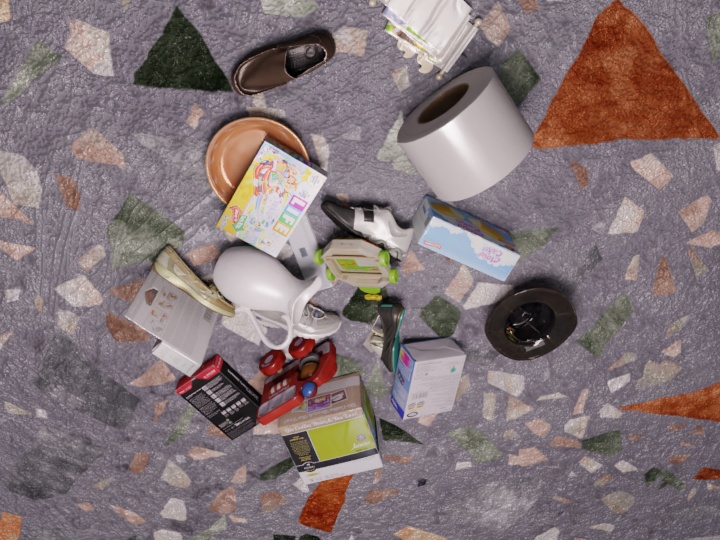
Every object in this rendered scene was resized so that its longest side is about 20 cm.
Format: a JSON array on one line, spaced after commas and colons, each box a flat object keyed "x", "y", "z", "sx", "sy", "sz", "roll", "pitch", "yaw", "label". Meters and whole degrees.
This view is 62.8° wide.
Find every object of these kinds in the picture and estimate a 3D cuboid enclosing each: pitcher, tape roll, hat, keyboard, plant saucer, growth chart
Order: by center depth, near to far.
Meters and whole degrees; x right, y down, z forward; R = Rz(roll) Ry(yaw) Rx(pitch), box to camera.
[{"x": 0.112, "y": -0.445, "z": 1.034, "sx": 0.200, "sy": 0.018, "sz": 0.145, "roll": 39, "pitch": 111, "yaw": -20, "label": "growth chart"}, {"x": 0.183, "y": -0.241, "z": 1.044, "sx": 0.203, "sy": 0.203, "sz": 0.139, "roll": -34, "pitch": 115, "yaw": 15, "label": "tape roll"}, {"x": -0.196, "y": -0.201, "z": 1.143, "sx": 0.200, "sy": 0.037, "sz": 0.200, "roll": -1, "pitch": 118, "yaw": -1, "label": "plant saucer"}, {"x": -0.203, "y": 0.051, "z": 1.196, "sx": 0.200, "sy": 0.121, "sz": 0.172, "roll": 23, "pitch": 84, "yaw": 11, "label": "pitcher"}, {"x": -0.114, "y": -0.041, "z": 1.249, "sx": 0.056, "sy": 0.011, "sz": 0.200, "roll": -14, "pitch": 118, "yaw": 11, "label": "keyboard"}, {"x": 0.372, "y": 0.102, "z": 1.308, "sx": 0.200, "sy": 0.081, "sz": 0.201, "roll": 3, "pitch": 122, "yaw": 5, "label": "hat"}]

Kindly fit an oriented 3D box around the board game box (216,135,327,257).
[{"x": -0.172, "y": -0.138, "z": 1.137, "sx": 0.134, "sy": 0.034, "sz": 0.200, "roll": 28, "pitch": 114, "yaw": -17, "label": "board game box"}]

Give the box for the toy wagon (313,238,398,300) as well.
[{"x": 0.000, "y": 0.000, "z": 1.228, "sx": 0.155, "sy": 0.040, "sz": 0.200, "roll": 2, "pitch": 151, "yaw": 23, "label": "toy wagon"}]

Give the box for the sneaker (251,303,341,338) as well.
[{"x": -0.137, "y": 0.090, "z": 1.280, "sx": 0.200, "sy": 0.075, "sz": 0.082, "roll": 11, "pitch": 119, "yaw": -8, "label": "sneaker"}]

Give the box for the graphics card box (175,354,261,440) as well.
[{"x": -0.322, "y": 0.304, "z": 1.402, "sx": 0.125, "sy": 0.051, "sz": 0.200, "roll": -34, "pitch": 113, "yaw": 15, "label": "graphics card box"}]

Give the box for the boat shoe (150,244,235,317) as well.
[{"x": -0.341, "y": 0.028, "z": 1.246, "sx": 0.201, "sy": 0.073, "sz": 0.063, "roll": 37, "pitch": 81, "yaw": -14, "label": "boat shoe"}]

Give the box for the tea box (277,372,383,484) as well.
[{"x": -0.068, "y": 0.376, "z": 1.405, "sx": 0.200, "sy": 0.134, "sz": 0.197, "roll": -14, "pitch": 119, "yaw": 5, "label": "tea box"}]

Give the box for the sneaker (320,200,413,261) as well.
[{"x": 0.017, "y": -0.103, "z": 1.192, "sx": 0.200, "sy": 0.074, "sz": 0.089, "roll": 29, "pitch": 87, "yaw": -13, "label": "sneaker"}]

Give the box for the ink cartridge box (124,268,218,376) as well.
[{"x": -0.386, "y": 0.099, "z": 1.204, "sx": 0.174, "sy": 0.200, "sz": 0.044, "roll": 38, "pitch": 112, "yaw": -20, "label": "ink cartridge box"}]

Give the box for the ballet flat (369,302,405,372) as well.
[{"x": 0.059, "y": 0.145, "z": 1.323, "sx": 0.068, "sy": 0.068, "sz": 0.200, "roll": 13, "pitch": 128, "yaw": 11, "label": "ballet flat"}]

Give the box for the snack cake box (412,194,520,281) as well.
[{"x": 0.209, "y": -0.067, "z": 1.187, "sx": 0.200, "sy": 0.115, "sz": 0.067, "roll": 22, "pitch": 115, "yaw": -14, "label": "snack cake box"}]

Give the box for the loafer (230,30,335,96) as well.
[{"x": -0.140, "y": -0.364, "z": 1.036, "sx": 0.200, "sy": 0.071, "sz": 0.073, "roll": -23, "pitch": 117, "yaw": 10, "label": "loafer"}]

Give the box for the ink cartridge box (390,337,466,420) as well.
[{"x": 0.151, "y": 0.263, "z": 1.366, "sx": 0.136, "sy": 0.076, "sz": 0.200, "roll": -4, "pitch": 119, "yaw": -23, "label": "ink cartridge box"}]

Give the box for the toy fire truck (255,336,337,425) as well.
[{"x": -0.139, "y": 0.244, "z": 1.310, "sx": 0.200, "sy": 0.168, "sz": 0.112, "roll": -31, "pitch": 116, "yaw": 14, "label": "toy fire truck"}]
